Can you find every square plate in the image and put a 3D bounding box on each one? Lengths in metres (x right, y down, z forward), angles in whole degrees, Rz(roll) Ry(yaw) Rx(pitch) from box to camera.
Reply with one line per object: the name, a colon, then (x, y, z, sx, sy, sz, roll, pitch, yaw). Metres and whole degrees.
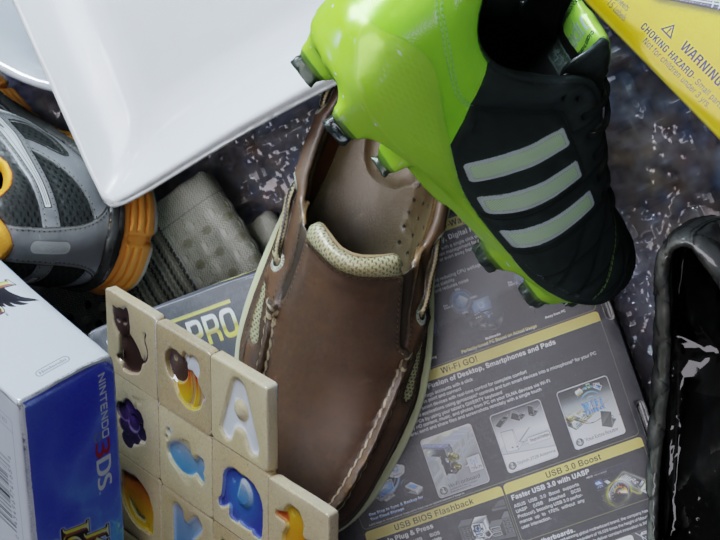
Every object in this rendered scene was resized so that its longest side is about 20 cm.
square plate: (-0.066, -0.147, 0.726, 0.197, 0.028, 0.201, -24, 90, 43)

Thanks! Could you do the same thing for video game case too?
video game case: (-0.161, 0.070, 0.796, 0.181, 0.045, 0.201, 35, 139, 34)

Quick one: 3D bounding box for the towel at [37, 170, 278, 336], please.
towel: (-0.076, 0.082, 0.865, 0.192, 0.035, 0.201, -34, 88, 24)

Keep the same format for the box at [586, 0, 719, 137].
box: (0.147, -0.168, 0.683, 0.200, 0.122, 0.193, 46, 109, 8)

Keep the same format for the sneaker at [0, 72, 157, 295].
sneaker: (-0.174, -0.045, 0.838, 0.199, 0.077, 0.079, 21, 107, 35)

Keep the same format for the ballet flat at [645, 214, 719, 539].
ballet flat: (0.122, 0.081, 0.721, 0.066, 0.057, 0.202, -5, 86, 39)

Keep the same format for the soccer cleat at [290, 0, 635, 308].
soccer cleat: (0.057, -0.045, 0.667, 0.081, 0.200, 0.068, -37, 55, 13)

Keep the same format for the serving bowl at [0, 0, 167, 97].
serving bowl: (-0.095, -0.172, 0.809, 0.198, 0.066, 0.202, 3, 99, 20)

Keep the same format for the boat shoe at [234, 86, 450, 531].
boat shoe: (-0.006, -0.002, 0.730, 0.074, 0.075, 0.204, 13, 90, 8)

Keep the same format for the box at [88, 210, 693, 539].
box: (0.012, 0.066, 0.789, 0.198, 0.049, 0.163, -20, 91, 7)

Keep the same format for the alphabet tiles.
alphabet tiles: (-0.063, 0.114, 0.758, 0.166, 0.006, 0.202, 27, 125, 44)
